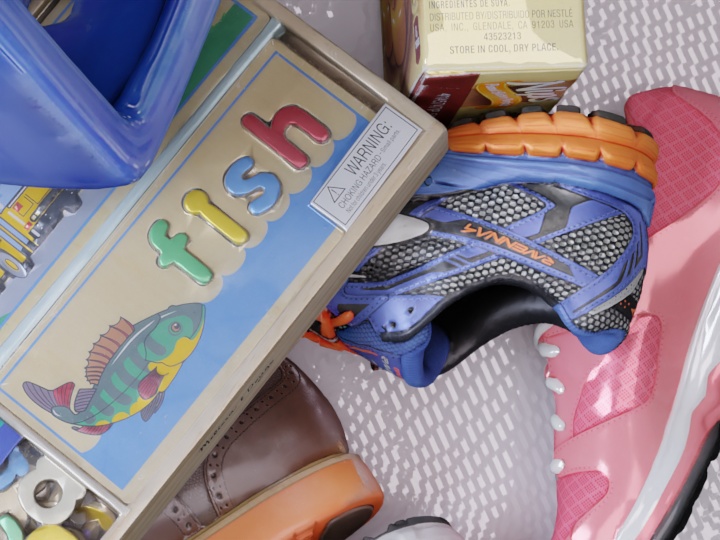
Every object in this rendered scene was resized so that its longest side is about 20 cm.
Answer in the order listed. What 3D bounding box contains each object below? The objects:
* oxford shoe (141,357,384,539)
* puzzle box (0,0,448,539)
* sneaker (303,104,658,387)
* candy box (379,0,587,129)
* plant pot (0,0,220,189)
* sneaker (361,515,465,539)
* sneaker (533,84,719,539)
[{"bbox_3d":[-0.095,0.096,0.849,0.199,0.071,0.073,-27,74,-10],"label":"oxford shoe"},{"bbox_3d":[-0.084,-0.004,0.782,0.133,0.025,0.200,36,80,12],"label":"puzzle box"},{"bbox_3d":[0.000,0.000,0.823,0.199,0.075,0.079,-9,73,14],"label":"sneaker"},{"bbox_3d":[0.034,-0.150,0.817,0.055,0.115,0.201,-3,83,-6],"label":"candy box"},{"bbox_3d":[-0.151,-0.149,0.737,0.200,0.179,0.201,50,46,-40],"label":"plant pot"},{"bbox_3d":[-0.025,0.171,0.832,0.200,0.074,0.079,-43,64,-3],"label":"sneaker"},{"bbox_3d":[0.089,0.030,0.867,0.086,0.074,0.201,25,86,12],"label":"sneaker"}]
